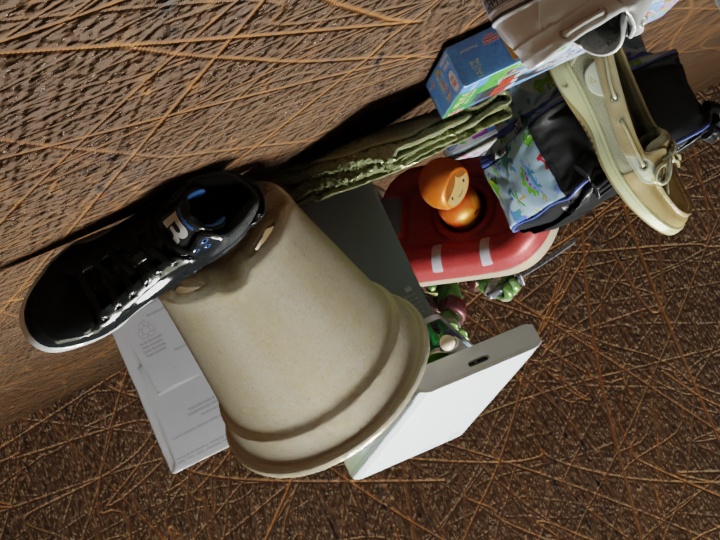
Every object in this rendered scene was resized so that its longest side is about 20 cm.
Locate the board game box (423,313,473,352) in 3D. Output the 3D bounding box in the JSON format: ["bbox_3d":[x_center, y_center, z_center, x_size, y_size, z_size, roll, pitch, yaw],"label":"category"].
[{"bbox_3d":[0.008,0.114,1.596,0.199,0.026,0.200,-29,163,7],"label":"board game box"}]

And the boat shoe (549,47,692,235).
[{"bbox_3d":[0.228,-0.123,1.458,0.063,0.202,0.073,-28,-172,28],"label":"boat shoe"}]

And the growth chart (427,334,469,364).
[{"bbox_3d":[0.017,0.116,1.542,0.199,0.018,0.145,-34,163,15],"label":"growth chart"}]

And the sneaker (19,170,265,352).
[{"bbox_3d":[-0.160,-0.017,1.282,0.199,0.073,0.112,-34,178,-23],"label":"sneaker"}]

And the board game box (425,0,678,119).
[{"bbox_3d":[0.151,-0.181,1.314,0.199,0.037,0.151,-26,178,-4],"label":"board game box"}]

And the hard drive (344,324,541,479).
[{"bbox_3d":[0.071,0.120,1.566,0.131,0.026,0.200,-20,160,-27],"label":"hard drive"}]

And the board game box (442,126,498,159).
[{"bbox_3d":[0.150,-0.159,1.853,0.134,0.034,0.200,-26,178,6],"label":"board game box"}]

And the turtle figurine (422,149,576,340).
[{"bbox_3d":[0.107,-0.016,1.881,0.198,0.145,0.195,-10,-146,24],"label":"turtle figurine"}]

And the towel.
[{"bbox_3d":[0.026,-0.104,1.468,0.148,0.037,0.199,-26,-175,-33],"label":"towel"}]

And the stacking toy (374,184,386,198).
[{"bbox_3d":[-0.020,-0.033,1.861,0.085,0.086,0.200,-26,-174,21],"label":"stacking toy"}]

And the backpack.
[{"bbox_3d":[0.202,-0.131,1.615,0.182,0.148,0.200,-26,174,-22],"label":"backpack"}]

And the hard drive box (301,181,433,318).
[{"bbox_3d":[0.000,0.000,1.691,0.076,0.201,0.156,-25,178,-6],"label":"hard drive box"}]

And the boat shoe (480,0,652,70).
[{"bbox_3d":[0.155,-0.174,1.154,0.199,0.066,0.073,-24,177,-42],"label":"boat shoe"}]

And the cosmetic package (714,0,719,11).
[{"bbox_3d":[0.301,-0.170,1.141,0.101,0.201,0.074,-25,178,-32],"label":"cosmetic package"}]

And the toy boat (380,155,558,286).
[{"bbox_3d":[0.100,-0.068,1.751,0.198,0.132,0.131,-9,151,21],"label":"toy boat"}]

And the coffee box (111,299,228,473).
[{"bbox_3d":[-0.151,0.083,1.910,0.198,0.201,0.198,-25,178,-2],"label":"coffee box"}]

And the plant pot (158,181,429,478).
[{"bbox_3d":[-0.072,0.035,1.439,0.199,0.184,0.201,-23,-145,18],"label":"plant pot"}]
